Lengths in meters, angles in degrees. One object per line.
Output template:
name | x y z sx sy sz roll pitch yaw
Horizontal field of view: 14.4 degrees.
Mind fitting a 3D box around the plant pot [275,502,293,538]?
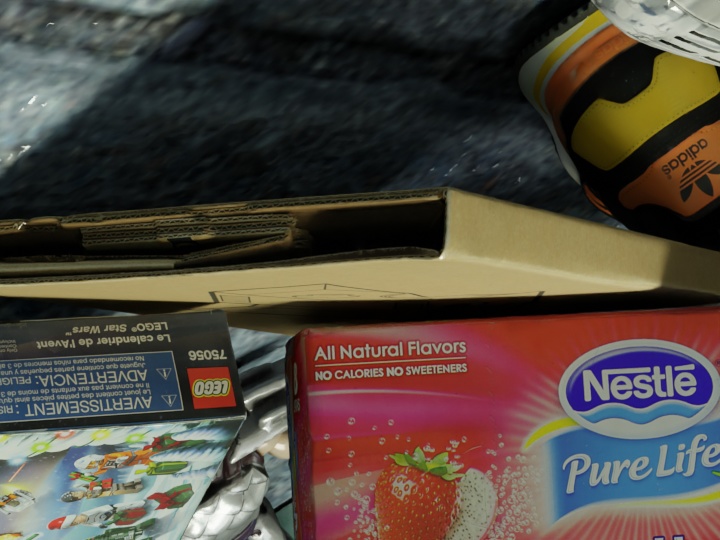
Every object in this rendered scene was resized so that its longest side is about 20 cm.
plant pot | 0.027 0.174 1.241 0.200 0.135 0.200 -28 159 -12

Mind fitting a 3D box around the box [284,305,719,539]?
box | 0.078 0.063 0.873 0.199 0.100 0.095 -2 175 -5

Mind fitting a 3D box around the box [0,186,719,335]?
box | 0.000 0.000 0.843 0.163 0.021 0.200 -4 173 28

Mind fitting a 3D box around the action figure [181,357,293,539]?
action figure | -0.051 0.099 1.053 0.130 0.070 0.200 -21 155 -4

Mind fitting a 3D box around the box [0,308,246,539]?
box | -0.126 0.079 0.882 0.136 0.040 0.200 -3 151 -20

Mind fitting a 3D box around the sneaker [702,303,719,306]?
sneaker | 0.081 0.046 1.019 0.199 0.078 0.100 -2 117 -19

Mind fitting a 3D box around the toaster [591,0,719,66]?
toaster | 0.121 -0.123 0.721 0.129 0.114 0.200 -40 160 27

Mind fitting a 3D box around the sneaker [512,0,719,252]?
sneaker | 0.112 -0.028 0.958 0.070 0.090 0.200 -35 159 8
